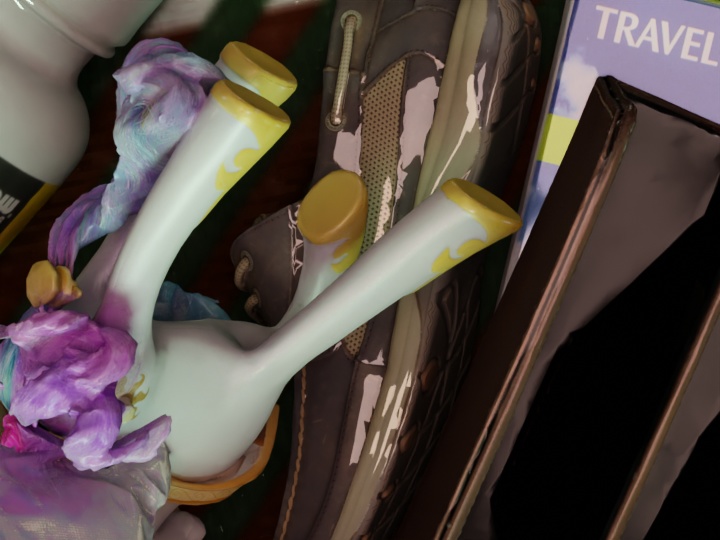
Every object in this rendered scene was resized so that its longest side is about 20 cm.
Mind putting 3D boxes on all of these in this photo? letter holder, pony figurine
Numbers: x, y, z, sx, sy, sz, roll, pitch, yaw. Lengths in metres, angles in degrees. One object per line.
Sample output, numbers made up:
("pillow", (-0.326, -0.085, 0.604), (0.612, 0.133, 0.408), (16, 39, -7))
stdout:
("letter holder", (0.075, 0.058, 0.831), (0.100, 0.142, 0.201), (24, 98, 1))
("pony figurine", (-0.073, 0.033, 0.819), (0.200, 0.193, 0.167), (-56, 47, 13))

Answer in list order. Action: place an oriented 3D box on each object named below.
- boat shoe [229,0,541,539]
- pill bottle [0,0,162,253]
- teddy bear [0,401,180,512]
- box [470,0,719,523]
("boat shoe", (0.000, 0.000, 0.920), (0.073, 0.074, 0.201), (16, 89, 14))
("pill bottle", (-0.155, -0.040, 0.899), (0.111, 0.111, 0.200), (41, 96, -1))
("teddy bear", (-0.132, 0.126, 0.932), (0.144, 0.067, 0.201), (0, 104, -19))
("box", (0.109, -0.008, 0.918), (0.121, 0.048, 0.201), (13, 96, 2))
